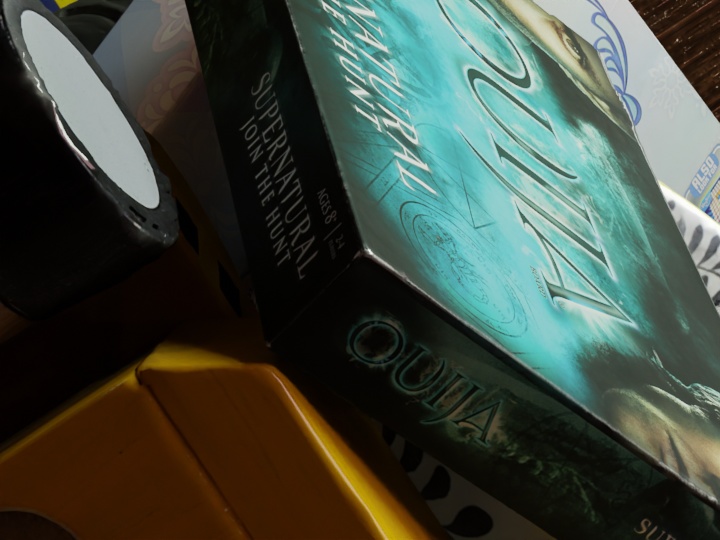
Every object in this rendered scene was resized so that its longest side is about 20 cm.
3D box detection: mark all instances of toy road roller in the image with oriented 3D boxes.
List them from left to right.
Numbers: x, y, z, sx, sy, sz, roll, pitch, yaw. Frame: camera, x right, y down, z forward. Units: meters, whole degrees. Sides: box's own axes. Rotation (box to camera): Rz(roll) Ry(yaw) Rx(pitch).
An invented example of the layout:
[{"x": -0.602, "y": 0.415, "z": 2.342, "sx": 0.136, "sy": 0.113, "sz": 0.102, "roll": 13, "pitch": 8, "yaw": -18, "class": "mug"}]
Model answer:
[{"x": -0.056, "y": 0.043, "z": 0.589, "sx": 0.200, "sy": 0.123, "sz": 0.146, "roll": 56, "pitch": 10, "yaw": -2, "class": "toy road roller"}]

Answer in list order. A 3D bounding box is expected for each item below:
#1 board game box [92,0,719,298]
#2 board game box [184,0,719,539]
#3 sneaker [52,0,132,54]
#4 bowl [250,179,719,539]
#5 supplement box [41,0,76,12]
[{"x": 0.000, "y": 0.000, "z": 0.771, "sx": 0.043, "sy": 0.200, "sz": 0.199, "roll": 25, "pitch": -15, "yaw": 44, "class": "board game box"}, {"x": 0.022, "y": -0.020, "z": 0.622, "sx": 0.135, "sy": 0.028, "sz": 0.200, "roll": 35, "pitch": 23, "yaw": -31, "class": "board game box"}, {"x": -0.030, "y": -0.032, "z": 0.811, "sx": 0.076, "sy": 0.199, "sz": 0.115, "roll": 20, "pitch": -45, "yaw": 48, "class": "sneaker"}, {"x": 0.041, "y": 0.053, "z": 0.696, "sx": 0.200, "sy": 0.094, "sz": 0.201, "roll": 31, "pitch": 25, "yaw": -16, "class": "bowl"}, {"x": -0.050, "y": -0.182, "z": 1.016, "sx": 0.110, "sy": 0.200, "sz": 0.109, "roll": 56, "pitch": 12, "yaw": -5, "class": "supplement box"}]
